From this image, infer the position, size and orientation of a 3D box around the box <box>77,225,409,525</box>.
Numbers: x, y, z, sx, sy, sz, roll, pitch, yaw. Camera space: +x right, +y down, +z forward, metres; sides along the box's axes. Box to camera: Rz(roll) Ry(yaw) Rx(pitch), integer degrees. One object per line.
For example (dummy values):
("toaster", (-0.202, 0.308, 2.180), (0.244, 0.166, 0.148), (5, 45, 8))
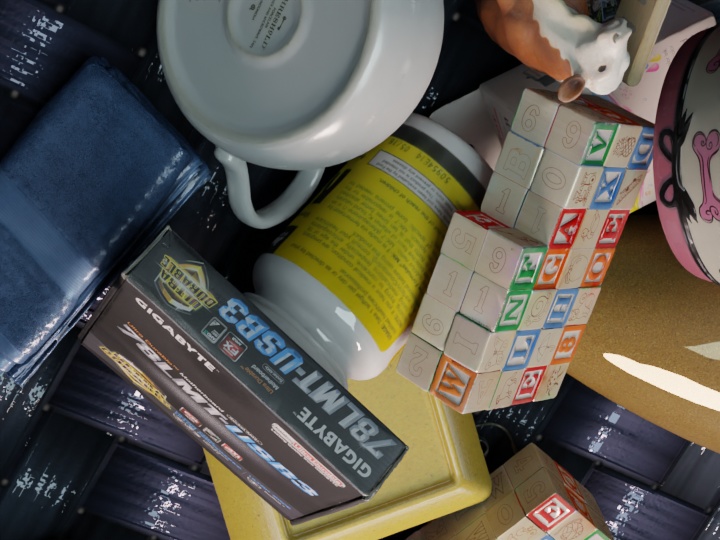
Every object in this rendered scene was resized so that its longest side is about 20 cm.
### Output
("box", (-0.080, 0.075, 1.122), (0.200, 0.198, 0.050), (42, 71, -4))

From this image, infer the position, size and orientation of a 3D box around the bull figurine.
("bull figurine", (0.110, -0.177, 1.136), (0.065, 0.200, 0.122), (-28, 109, -5))

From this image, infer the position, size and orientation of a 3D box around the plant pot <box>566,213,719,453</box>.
("plant pot", (0.225, 0.034, 1.296), (0.199, 0.187, 0.187), (14, 108, -9))

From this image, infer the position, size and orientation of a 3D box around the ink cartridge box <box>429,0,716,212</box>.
("ink cartridge box", (0.160, -0.096, 1.239), (0.199, 0.067, 0.117), (-27, 120, -7))

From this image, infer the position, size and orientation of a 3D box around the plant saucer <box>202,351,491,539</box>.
("plant saucer", (-0.013, 0.108, 1.266), (0.199, 0.048, 0.201), (-18, 101, -12))

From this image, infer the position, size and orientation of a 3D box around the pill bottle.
("pill bottle", (0.000, 0.000, 1.188), (0.200, 0.114, 0.114), (-48, 122, -17))

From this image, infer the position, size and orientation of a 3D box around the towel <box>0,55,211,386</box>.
("towel", (-0.195, -0.033, 1.139), (0.200, 0.112, 0.049), (-48, 164, 14))

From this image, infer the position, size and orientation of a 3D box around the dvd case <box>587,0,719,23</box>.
("dvd case", (0.205, -0.166, 1.274), (0.142, 0.018, 0.201), (-12, 116, -15))

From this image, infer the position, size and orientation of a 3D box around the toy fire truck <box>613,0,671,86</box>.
("toy fire truck", (0.207, -0.236, 1.148), (0.200, 0.176, 0.129), (-36, 115, -2))

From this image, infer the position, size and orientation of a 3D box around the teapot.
("teapot", (-0.023, -0.150, 1.126), (0.199, 0.198, 0.146), (-21, 168, 28))

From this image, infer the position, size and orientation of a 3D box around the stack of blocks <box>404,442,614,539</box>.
("stack of blocks", (0.095, 0.236, 1.361), (0.200, 0.059, 0.115), (-40, 127, 13))

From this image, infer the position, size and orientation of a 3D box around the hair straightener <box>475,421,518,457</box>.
("hair straightener", (0.047, 0.138, 1.335), (0.199, 0.041, 0.077), (12, 108, -19))

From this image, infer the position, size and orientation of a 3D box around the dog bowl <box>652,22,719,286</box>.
("dog bowl", (0.261, -0.076, 1.169), (0.200, 0.074, 0.201), (-5, 97, -54))

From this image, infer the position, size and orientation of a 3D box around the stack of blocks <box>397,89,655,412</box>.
("stack of blocks", (0.110, -0.013, 1.151), (0.115, 0.058, 0.201), (-2, 117, -52))
